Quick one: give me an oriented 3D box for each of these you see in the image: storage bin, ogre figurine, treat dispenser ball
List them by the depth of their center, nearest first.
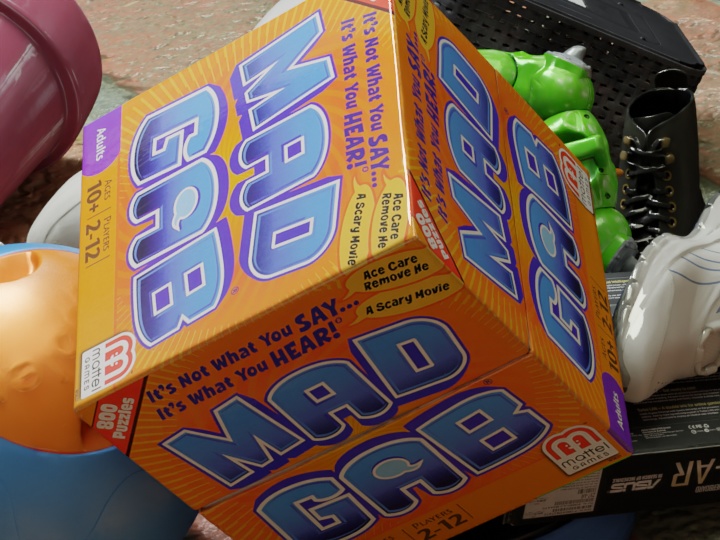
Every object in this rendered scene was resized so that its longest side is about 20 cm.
[{"bbox_3d":[-0.177,0.085,1.353,0.201,0.201,0.201,-6,28,3],"label":"treat dispenser ball"},{"bbox_3d":[0.094,-0.048,1.483,0.120,0.098,0.200,-16,58,14],"label":"ogre figurine"},{"bbox_3d":[0.123,-0.153,1.738,0.200,0.094,0.135,22,20,-15],"label":"storage bin"}]

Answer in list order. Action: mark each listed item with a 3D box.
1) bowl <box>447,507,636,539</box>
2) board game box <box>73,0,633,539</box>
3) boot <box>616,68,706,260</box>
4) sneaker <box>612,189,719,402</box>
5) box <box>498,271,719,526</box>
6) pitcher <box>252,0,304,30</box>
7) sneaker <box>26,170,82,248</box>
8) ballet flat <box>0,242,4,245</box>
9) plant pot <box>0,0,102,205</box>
[{"bbox_3d":[0.053,0.122,1.396,0.200,0.039,0.201,-6,28,3],"label":"bowl"},{"bbox_3d":[-0.006,0.007,1.283,0.200,0.200,0.200,-27,42,23],"label":"board game box"},{"bbox_3d":[0.169,-0.021,1.528,0.077,0.139,0.200,1,30,14],"label":"boot"},{"bbox_3d":[0.196,0.017,1.367,0.087,0.075,0.200,31,41,20],"label":"sneaker"},{"bbox_3d":[0.147,0.064,1.387,0.200,0.044,0.160,-5,37,-19],"label":"box"},{"bbox_3d":[-0.025,-0.141,1.816,0.200,0.121,0.171,-31,18,-28],"label":"pitcher"},{"bbox_3d":[-0.130,-0.034,1.685,0.200,0.075,0.100,-15,27,6],"label":"sneaker"},{"bbox_3d":[-0.226,0.012,1.601,0.067,0.062,0.200,-23,30,-28],"label":"ballet flat"},{"bbox_3d":[-0.305,-0.111,1.795,0.200,0.200,0.179,2,45,19],"label":"plant pot"}]
